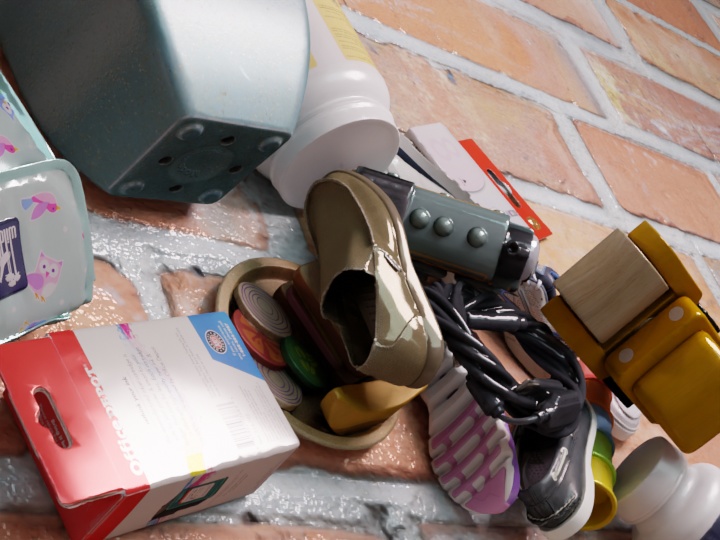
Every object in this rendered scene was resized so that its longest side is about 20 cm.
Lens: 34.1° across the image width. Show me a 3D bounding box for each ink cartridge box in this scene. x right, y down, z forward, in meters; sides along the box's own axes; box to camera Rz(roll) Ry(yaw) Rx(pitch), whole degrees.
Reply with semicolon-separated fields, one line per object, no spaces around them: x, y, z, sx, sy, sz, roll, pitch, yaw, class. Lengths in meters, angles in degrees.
0.140;-0.096;1.324;0.163;0.057;0.199;51;37;13;ink cartridge box
-0.146;0.100;0.757;0.199;0.067;0.117;-5;56;-51;ink cartridge box

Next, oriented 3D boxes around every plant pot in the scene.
-0.155;-0.168;0.947;0.195;0.195;0.202;3;61;-47;plant pot

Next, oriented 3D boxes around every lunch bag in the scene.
-0.268;-0.038;0.726;0.201;0.121;0.170;56;30;2;lunch bag

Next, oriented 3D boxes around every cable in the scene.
0.119;0.071;0.979;0.163;0.051;0.199;43;19;21;cable

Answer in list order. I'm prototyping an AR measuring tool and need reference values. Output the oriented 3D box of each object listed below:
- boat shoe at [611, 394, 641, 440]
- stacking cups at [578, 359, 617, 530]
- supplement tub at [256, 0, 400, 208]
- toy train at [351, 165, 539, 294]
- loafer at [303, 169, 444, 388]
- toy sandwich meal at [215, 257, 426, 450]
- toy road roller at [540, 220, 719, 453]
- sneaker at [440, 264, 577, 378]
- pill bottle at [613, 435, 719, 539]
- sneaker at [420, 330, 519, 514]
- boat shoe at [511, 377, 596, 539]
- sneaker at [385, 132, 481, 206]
0.287;0.095;1.258;0.072;0.069;0.201;39;35;-9;boat shoe
0.213;0.159;1.121;0.060;0.061;0.201;37;29;-11;stacking cups
-0.060;-0.174;1.092;0.144;0.145;0.202;2;52;-47;supplement tub
0.066;-0.034;1.044;0.197;0.086;0.114;19;-3;2;toy train
0.000;0.000;0.910;0.067;0.076;0.201;4;46;-41;loafer
-0.024;0.052;0.948;0.204;0.070;0.207;30;35;-23;toy sandwich meal
0.269;0.070;1.052;0.200;0.123;0.147;43;10;-42;toy road roller
0.157;0.014;1.186;0.200;0.085;0.077;44;32;-1;sneaker
0.323;0.252;1.084;0.200;0.111;0.111;43;32;-3;pill bottle
0.097;0.117;1.015;0.088;0.080;0.202;22;37;-45;sneaker
0.166;0.148;1.037;0.060;0.075;0.201;48;19;-19;boat shoe
0.056;-0.059;1.143;0.199;0.081;0.077;40;-14;14;sneaker
